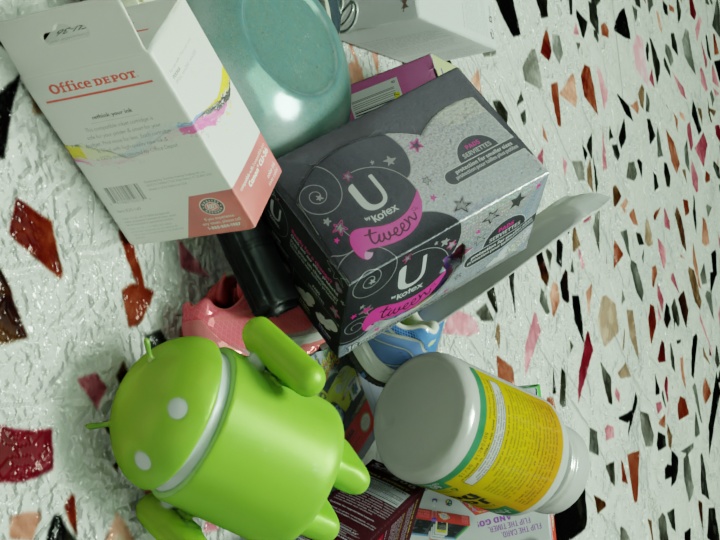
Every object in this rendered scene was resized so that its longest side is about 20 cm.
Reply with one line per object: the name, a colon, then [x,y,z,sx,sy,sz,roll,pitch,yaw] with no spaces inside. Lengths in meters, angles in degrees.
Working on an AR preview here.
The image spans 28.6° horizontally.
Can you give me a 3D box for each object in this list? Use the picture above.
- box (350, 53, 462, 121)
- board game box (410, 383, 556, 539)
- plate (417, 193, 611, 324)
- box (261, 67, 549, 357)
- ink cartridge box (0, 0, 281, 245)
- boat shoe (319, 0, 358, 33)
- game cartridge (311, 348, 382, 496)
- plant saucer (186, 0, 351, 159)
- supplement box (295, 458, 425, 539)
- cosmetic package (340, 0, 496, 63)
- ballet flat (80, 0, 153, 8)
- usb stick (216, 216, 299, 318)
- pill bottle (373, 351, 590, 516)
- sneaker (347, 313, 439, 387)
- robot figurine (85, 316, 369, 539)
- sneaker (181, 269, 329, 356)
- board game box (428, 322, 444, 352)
box: [0.067,-0.100,1.342,0.200,0.096,0.178,-20,91,-77]
board game box: [0.110,0.219,1.369,0.040,0.151,0.203,5,79,-78]
plate: [0.138,-0.013,1.321,0.032,0.199,0.199,55,18,4]
box: [0.032,-0.048,1.131,0.199,0.133,0.115,-29,154,-21]
ink cartridge box: [-0.153,-0.117,0.987,0.201,0.115,0.068,61,36,-36]
boat shoe: [-0.044,-0.238,1.273,0.062,0.074,0.203,4,74,-53]
game cartridge: [-0.033,0.117,1.249,0.134,0.040,0.200,67,31,-20]
plant saucer: [-0.067,-0.181,1.134,0.200,0.038,0.203,27,51,-38]
supplement box: [-0.019,0.248,1.176,0.200,0.060,0.110,-28,136,-61]
cosmetic package: [0.054,-0.264,1.434,0.199,0.100,0.072,2,81,-63]
ballet flat: [-0.177,-0.212,1.010,0.067,0.067,0.202,-128,-166,-75]
usb stick: [-0.103,-0.056,1.098,0.055,0.032,0.202,-13,77,-64]
pill bottle: [0.113,0.152,1.243,0.199,0.112,0.114,26,60,-43]
sneaker: [0.000,0.000,1.248,0.201,0.077,0.076,57,31,5]
robot figurine: [-0.092,0.123,1.011,0.199,0.176,0.116,30,9,-25]
sneaker: [-0.078,0.035,1.141,0.200,0.073,0.088,-30,109,-60]
board game box: [0.029,0.010,1.378,0.159,0.039,0.200,65,19,-19]
